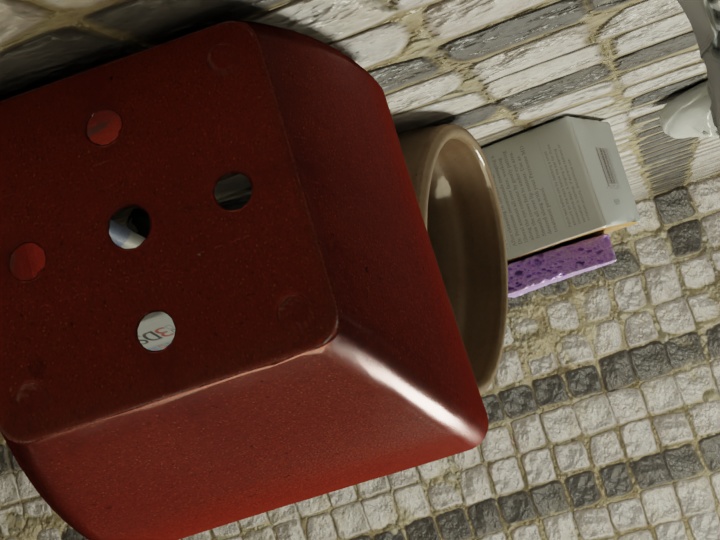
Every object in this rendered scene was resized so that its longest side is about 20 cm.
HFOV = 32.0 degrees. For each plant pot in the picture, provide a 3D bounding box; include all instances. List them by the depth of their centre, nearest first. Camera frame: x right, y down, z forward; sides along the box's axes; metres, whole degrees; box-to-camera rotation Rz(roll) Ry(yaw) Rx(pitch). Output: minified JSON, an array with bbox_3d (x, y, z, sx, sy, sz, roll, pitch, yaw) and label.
[{"bbox_3d":[-0.072,0.003,0.551,0.200,0.200,0.176,-18,166,6],"label":"plant pot"},{"bbox_3d":[0.000,0.000,0.926,0.174,0.200,0.200,-5,-179,21],"label":"plant pot"}]

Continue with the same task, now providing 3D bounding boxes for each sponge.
[{"bbox_3d":[0.189,-0.003,1.213,0.111,0.030,0.200,-19,176,10],"label":"sponge"}]

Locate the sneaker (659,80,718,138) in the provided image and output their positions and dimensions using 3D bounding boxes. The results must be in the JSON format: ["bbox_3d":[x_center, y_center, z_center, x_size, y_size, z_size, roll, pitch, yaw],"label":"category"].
[{"bbox_3d":[0.359,-0.142,1.165,0.075,0.089,0.200,-17,177,-30],"label":"sneaker"}]

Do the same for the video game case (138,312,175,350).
[{"bbox_3d":[-0.065,0.071,0.863,0.182,0.022,0.200,-18,137,43],"label":"video game case"}]

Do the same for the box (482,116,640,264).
[{"bbox_3d":[0.143,-0.061,1.195,0.200,0.106,0.152,-20,176,25],"label":"box"}]

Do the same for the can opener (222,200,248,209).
[{"bbox_3d":[-0.051,-0.037,1.054,0.200,0.053,0.066,-14,175,-45],"label":"can opener"}]

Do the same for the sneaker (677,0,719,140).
[{"bbox_3d":[0.123,-0.102,0.381,0.075,0.115,0.200,-20,176,24],"label":"sneaker"}]

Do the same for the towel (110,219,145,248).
[{"bbox_3d":[-0.145,0.027,0.868,0.200,0.024,0.147,31,146,-29],"label":"towel"}]

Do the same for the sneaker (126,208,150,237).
[{"bbox_3d":[-0.129,0.000,0.911,0.066,0.091,0.200,-15,176,-12],"label":"sneaker"}]
